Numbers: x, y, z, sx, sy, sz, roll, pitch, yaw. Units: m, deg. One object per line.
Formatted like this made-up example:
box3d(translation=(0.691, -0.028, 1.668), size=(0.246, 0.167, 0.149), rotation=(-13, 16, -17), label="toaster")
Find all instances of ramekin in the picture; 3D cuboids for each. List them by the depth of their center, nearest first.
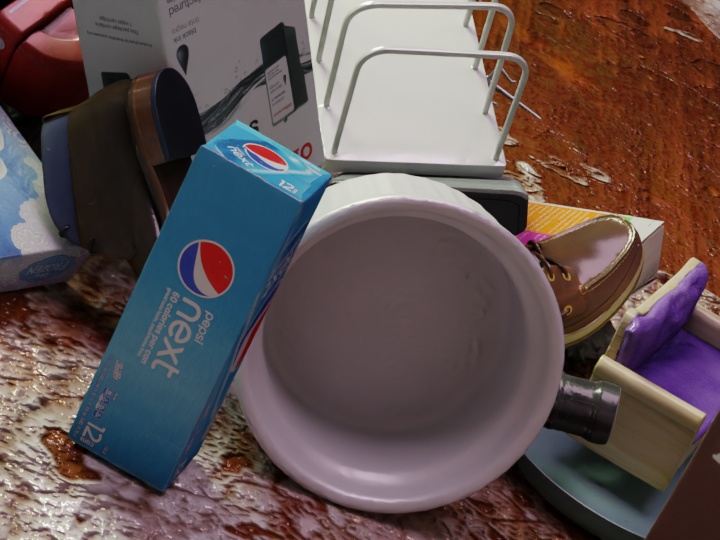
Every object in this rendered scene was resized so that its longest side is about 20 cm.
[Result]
box3d(translation=(0.020, 0.037, 1.409), size=(0.199, 0.201, 0.098), rotation=(21, 16, -12), label="ramekin")

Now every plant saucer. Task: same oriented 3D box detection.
box3d(translation=(0.180, 0.141, 1.570), size=(0.199, 0.028, 0.200), rotation=(22, 24, -10), label="plant saucer")

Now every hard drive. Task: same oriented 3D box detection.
box3d(translation=(0.048, -0.049, 1.644), size=(0.139, 0.033, 0.200), rotation=(3, 4, 2), label="hard drive")

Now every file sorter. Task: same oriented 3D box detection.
box3d(translation=(0.037, -0.185, 1.695), size=(0.138, 0.125, 0.201), rotation=(1, 51, -14), label="file sorter")

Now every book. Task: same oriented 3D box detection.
box3d(translation=(0.114, -0.020, 1.740), size=(0.199, 0.048, 0.133), rotation=(13, 18, 23), label="book")

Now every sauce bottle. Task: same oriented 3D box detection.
box3d(translation=(0.071, 0.071, 1.510), size=(0.199, 0.065, 0.065), rotation=(15, 23, 3), label="sauce bottle")

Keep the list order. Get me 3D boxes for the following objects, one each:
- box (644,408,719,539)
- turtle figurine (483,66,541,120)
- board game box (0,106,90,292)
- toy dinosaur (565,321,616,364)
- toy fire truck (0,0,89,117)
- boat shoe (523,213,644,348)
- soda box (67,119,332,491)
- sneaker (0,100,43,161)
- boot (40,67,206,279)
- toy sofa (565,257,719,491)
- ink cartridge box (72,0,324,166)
box3d(translation=(0.300, 0.186, 1.422), size=(0.199, 0.165, 0.166), rotation=(1, 34, -45), label="box")
box3d(translation=(0.031, -0.109, 1.798), size=(0.199, 0.101, 0.150), rotation=(20, 35, 10), label="turtle figurine")
box3d(translation=(-0.290, -0.070, 1.431), size=(0.199, 0.043, 0.200), rotation=(53, 31, 16), label="board game box")
box3d(translation=(0.170, 0.040, 1.754), size=(0.088, 0.048, 0.200), rotation=(39, 19, 25), label="toy dinosaur")
box3d(translation=(-0.172, -0.153, 1.586), size=(0.200, 0.129, 0.176), rotation=(43, 53, 4), label="toy fire truck")
box3d(translation=(0.121, 0.016, 1.596), size=(0.200, 0.068, 0.072), rotation=(-34, 48, -24), label="boat shoe")
box3d(translation=(-0.092, 0.021, 1.307), size=(0.068, 0.201, 0.064), rotation=(29, 23, 6), label="soda box")
box3d(translation=(-0.242, -0.122, 1.632), size=(0.104, 0.060, 0.200), rotation=(30, 28, -2), label="sneaker")
box3d(translation=(-0.143, -0.021, 1.456), size=(0.096, 0.201, 0.075), rotation=(-9, -2, 26), label="boot")
box3d(translation=(0.225, 0.069, 1.611), size=(0.083, 0.098, 0.200), rotation=(32, 22, 14), label="toy sofa")
box3d(translation=(-0.107, -0.139, 1.534), size=(0.083, 0.201, 0.146), rotation=(15, 36, 36), label="ink cartridge box")
